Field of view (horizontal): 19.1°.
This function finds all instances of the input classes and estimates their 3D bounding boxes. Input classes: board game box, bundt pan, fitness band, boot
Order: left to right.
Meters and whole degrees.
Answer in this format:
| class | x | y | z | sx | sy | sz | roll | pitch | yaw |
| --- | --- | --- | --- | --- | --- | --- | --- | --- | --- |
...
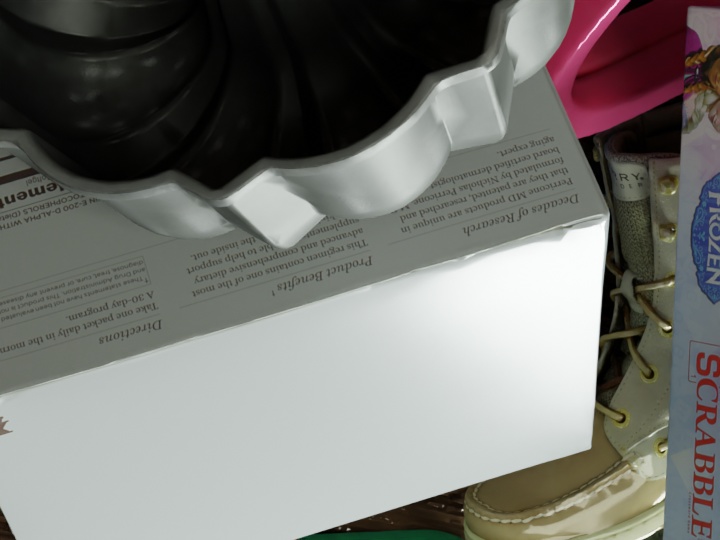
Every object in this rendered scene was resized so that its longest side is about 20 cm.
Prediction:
| class | x | y | z | sx | sy | sz | roll | pitch | yaw |
| --- | --- | --- | --- | --- | --- | --- | --- | --- | --- |
| bundt pan | -0.024 | -0.093 | 0.611 | 0.202 | 0.202 | 0.076 | -41 | 149 | -4 |
| boot | 0.114 | 0.020 | 0.877 | 0.200 | 0.072 | 0.155 | -27 | 120 | -18 |
| fitness band | 0.126 | -0.112 | 0.757 | 0.200 | 0.037 | 0.144 | -27 | 163 | -39 |
| board game box | 0.188 | -0.003 | 0.802 | 0.199 | 0.041 | 0.201 | -12 | 107 | -47 |

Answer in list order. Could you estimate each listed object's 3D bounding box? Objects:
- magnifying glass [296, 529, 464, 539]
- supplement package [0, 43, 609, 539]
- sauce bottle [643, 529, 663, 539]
| class | x | y | z | sx | sy | sz | roll | pitch | yaw |
| --- | --- | --- | --- | --- | --- | --- | --- | --- | --- |
| magnifying glass | -0.016 | 0.128 | 0.892 | 0.200 | 0.022 | 0.080 | 30 | 97 | -30 |
| supplement package | -0.032 | 0.008 | 0.701 | 0.199 | 0.111 | 0.156 | -16 | 149 | -6 |
| sauce bottle | 0.208 | 0.118 | 0.962 | 0.199 | 0.065 | 0.065 | -2 | 112 | -29 |
